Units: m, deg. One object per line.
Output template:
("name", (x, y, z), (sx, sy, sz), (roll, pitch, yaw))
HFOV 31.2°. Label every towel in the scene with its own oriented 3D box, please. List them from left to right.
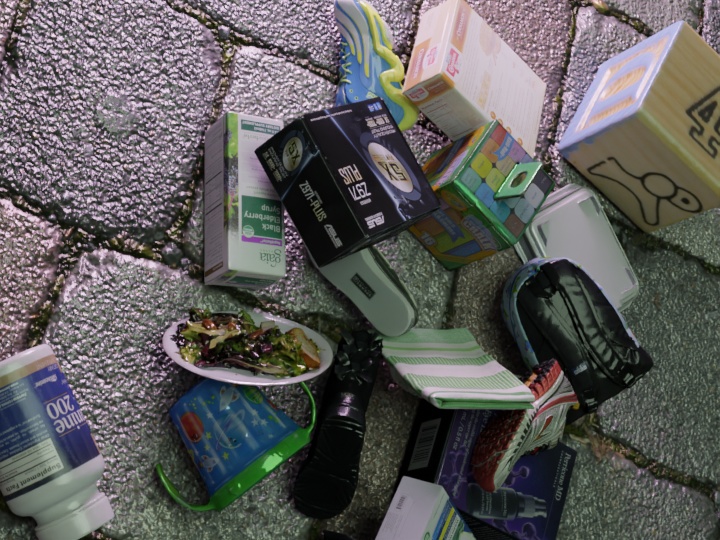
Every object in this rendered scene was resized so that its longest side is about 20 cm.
("towel", (0.110, 0.118, 1.597), (0.151, 0.200, 0.024), (2, 112, -24))

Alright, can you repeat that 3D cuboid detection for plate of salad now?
("plate of salad", (-0.129, 0.079, 1.489), (0.198, 0.200, 0.049), (-6, 115, -31))

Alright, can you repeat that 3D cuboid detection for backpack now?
("backpack", (0.274, 0.078, 1.747), (0.162, 0.154, 0.201), (-34, 108, -3))

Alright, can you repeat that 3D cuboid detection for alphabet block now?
("alphabet block", (0.445, -0.206, 1.891), (0.200, 0.195, 0.197), (40, 63, -16))

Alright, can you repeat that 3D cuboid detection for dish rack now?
("dish rack", (0.317, -0.017, 1.854), (0.171, 0.043, 0.202), (-28, 93, -33))

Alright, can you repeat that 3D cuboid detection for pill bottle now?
("pill bottle", (-0.341, 0.190, 1.375), (0.110, 0.111, 0.202), (-26, 91, -32))

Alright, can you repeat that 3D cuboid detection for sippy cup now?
("sippy cup", (-0.147, 0.185, 1.486), (0.177, 0.140, 0.131), (-32, 83, -43))

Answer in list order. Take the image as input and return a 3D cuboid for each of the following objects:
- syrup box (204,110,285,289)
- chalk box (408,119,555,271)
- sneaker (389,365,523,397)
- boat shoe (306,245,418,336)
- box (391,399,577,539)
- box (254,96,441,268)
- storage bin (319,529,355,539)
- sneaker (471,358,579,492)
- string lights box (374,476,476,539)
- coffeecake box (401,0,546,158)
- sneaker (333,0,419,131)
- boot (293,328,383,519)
("syrup box", (-0.142, -0.083, 1.581), (0.078, 0.081, 0.203), (7, 72, -29))
("chalk box", (0.158, -0.102, 1.690), (0.124, 0.199, 0.125), (44, 60, -12))
("sneaker", (0.132, 0.136, 1.684), (0.198, 0.081, 0.076), (17, 71, -24))
("boat shoe", (0.000, 0.000, 1.655), (0.201, 0.071, 0.064), (53, 19, 6))
("box", (0.160, 0.264, 1.652), (0.199, 0.104, 0.149), (28, 64, -21))
("box", (-0.012, -0.112, 1.582), (0.199, 0.086, 0.165), (-23, 83, -57))
("storage bin", (0.001, 0.425, 1.506), (0.200, 0.145, 0.135), (46, 70, -12))
("sneaker", (0.211, 0.200, 1.592), (0.082, 0.078, 0.200), (49, 57, -10))
("string lights box", (0.087, 0.345, 1.556), (0.103, 0.058, 0.201), (-63, 144, -27))
("coffeecake box", (0.159, -0.249, 1.766), (0.200, 0.073, 0.155), (39, 49, -30))
("sneaker", (0.000, -0.267, 1.716), (0.105, 0.076, 0.201), (-33, 95, -32))
("boot", (-0.024, 0.181, 1.564), (0.072, 0.200, 0.163), (14, 37, -2))
